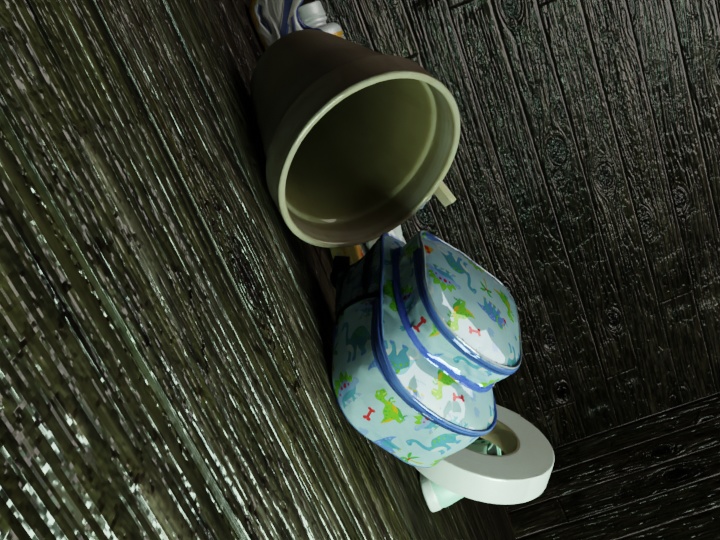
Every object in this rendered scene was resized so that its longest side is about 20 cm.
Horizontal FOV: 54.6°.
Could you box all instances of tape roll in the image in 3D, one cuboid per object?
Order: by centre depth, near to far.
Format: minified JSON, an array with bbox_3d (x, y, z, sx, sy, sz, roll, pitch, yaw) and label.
[{"bbox_3d":[0.153,0.227,0.914,0.203,0.201,0.037,-89,-170,-72],"label":"tape roll"}]

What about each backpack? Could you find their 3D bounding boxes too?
[{"bbox_3d":[0.064,0.073,0.686,0.183,0.147,0.201,34,40,-24],"label":"backpack"}]

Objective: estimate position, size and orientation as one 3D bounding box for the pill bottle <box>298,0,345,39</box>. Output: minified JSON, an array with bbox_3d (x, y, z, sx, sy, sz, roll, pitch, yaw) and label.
[{"bbox_3d":[-0.063,-0.322,1.129,0.109,0.109,0.201,-87,156,-73],"label":"pill bottle"}]

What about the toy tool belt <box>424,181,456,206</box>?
[{"bbox_3d":[0.024,-0.121,0.925,0.123,0.199,0.125,39,69,-37],"label":"toy tool belt"}]

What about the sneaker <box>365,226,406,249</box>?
[{"bbox_3d":[0.048,-0.039,1.004,0.200,0.073,0.116,-7,79,-83],"label":"sneaker"}]

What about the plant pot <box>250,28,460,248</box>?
[{"bbox_3d":[-0.026,-0.155,0.714,0.174,0.199,0.200,55,-3,35],"label":"plant pot"}]

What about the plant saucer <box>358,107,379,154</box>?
[{"bbox_3d":[-0.024,-0.166,0.854,0.036,0.200,0.201,5,56,-38],"label":"plant saucer"}]

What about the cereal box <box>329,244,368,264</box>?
[{"bbox_3d":[0.000,0.000,0.979,0.200,0.039,0.145,36,34,-77],"label":"cereal box"}]

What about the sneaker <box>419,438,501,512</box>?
[{"bbox_3d":[0.145,0.267,1.017,0.201,0.118,0.074,-88,156,-72],"label":"sneaker"}]

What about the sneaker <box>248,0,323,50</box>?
[{"bbox_3d":[-0.085,-0.305,1.008,0.075,0.088,0.201,-103,172,-56],"label":"sneaker"}]
